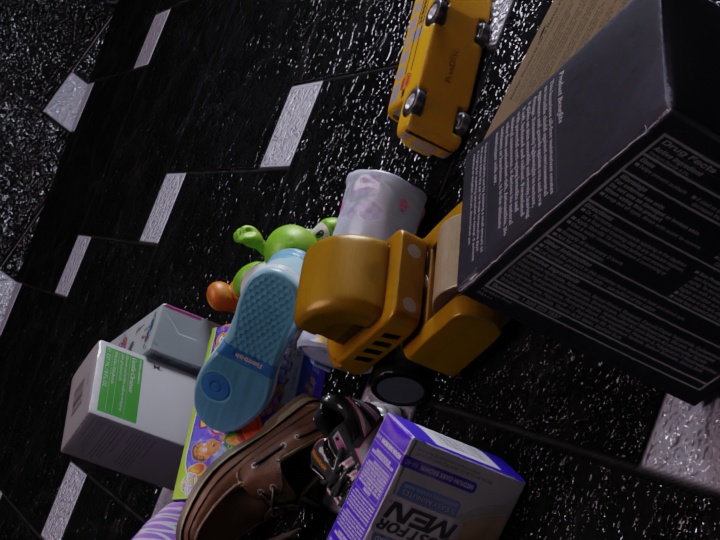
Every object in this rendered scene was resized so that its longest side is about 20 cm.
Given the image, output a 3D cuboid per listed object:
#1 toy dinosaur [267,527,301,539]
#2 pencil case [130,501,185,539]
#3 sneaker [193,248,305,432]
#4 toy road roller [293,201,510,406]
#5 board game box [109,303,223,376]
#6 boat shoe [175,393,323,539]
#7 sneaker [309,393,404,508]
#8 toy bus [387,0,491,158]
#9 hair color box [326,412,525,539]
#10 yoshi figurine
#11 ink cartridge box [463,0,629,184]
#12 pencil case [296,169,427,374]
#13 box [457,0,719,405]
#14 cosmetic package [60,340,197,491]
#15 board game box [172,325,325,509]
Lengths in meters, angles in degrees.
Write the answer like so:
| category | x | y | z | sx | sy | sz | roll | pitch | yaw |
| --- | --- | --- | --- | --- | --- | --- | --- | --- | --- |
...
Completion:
| category | x | y | z | sx | sy | sz | roll | pitch | yaw |
| --- | --- | --- | --- | --- | --- | --- | --- | --- | --- |
| toy dinosaur | -0.133 | 0.333 | 1.463 | 0.201 | 0.085 | 0.135 | -67 | 14 | -17 |
| pencil case | -0.193 | 0.291 | 1.447 | 0.200 | 0.083 | 0.086 | -40 | -35 | -75 |
| sneaker | -0.096 | 0.066 | 1.534 | 0.201 | 0.079 | 0.131 | -60 | -3 | 25 |
| toy road roller | 0.032 | 0.018 | 1.305 | 0.200 | 0.145 | 0.124 | -42 | 32 | 45 |
| board game box | -0.215 | 0.117 | 1.772 | 0.200 | 0.147 | 0.065 | -32 | 40 | 53 |
| boat shoe | -0.090 | 0.199 | 1.423 | 0.068 | 0.072 | 0.200 | 25 | 64 | 42 |
| sneaker | -0.005 | 0.183 | 1.304 | 0.081 | 0.086 | 0.201 | -58 | 24 | 22 |
| toy bus | 0.079 | -0.210 | 1.533 | 0.078 | 0.065 | 0.202 | -28 | 44 | 58 |
| hair color box | 0.031 | 0.224 | 1.149 | 0.201 | 0.109 | 0.065 | -64 | 23 | 6 |
| yoshi figurine | -0.099 | 0.005 | 1.640 | 0.200 | 0.112 | 0.112 | -39 | 15 | 34 |
| ink cartridge box | 0.181 | -0.128 | 1.206 | 0.201 | 0.075 | 0.165 | -64 | 20 | 8 |
| pencil case | 0.000 | 0.000 | 1.479 | 0.090 | 0.083 | 0.202 | -5 | 64 | 50 |
| box | 0.197 | -0.042 | 0.918 | 0.198 | 0.199 | 0.124 | -42 | 32 | 44 |
| cosmetic package | -0.221 | 0.171 | 1.661 | 0.085 | 0.199 | 0.108 | -49 | 30 | 38 |
| board game box | -0.111 | 0.151 | 1.562 | 0.133 | 0.045 | 0.202 | -9 | 55 | 31 |
